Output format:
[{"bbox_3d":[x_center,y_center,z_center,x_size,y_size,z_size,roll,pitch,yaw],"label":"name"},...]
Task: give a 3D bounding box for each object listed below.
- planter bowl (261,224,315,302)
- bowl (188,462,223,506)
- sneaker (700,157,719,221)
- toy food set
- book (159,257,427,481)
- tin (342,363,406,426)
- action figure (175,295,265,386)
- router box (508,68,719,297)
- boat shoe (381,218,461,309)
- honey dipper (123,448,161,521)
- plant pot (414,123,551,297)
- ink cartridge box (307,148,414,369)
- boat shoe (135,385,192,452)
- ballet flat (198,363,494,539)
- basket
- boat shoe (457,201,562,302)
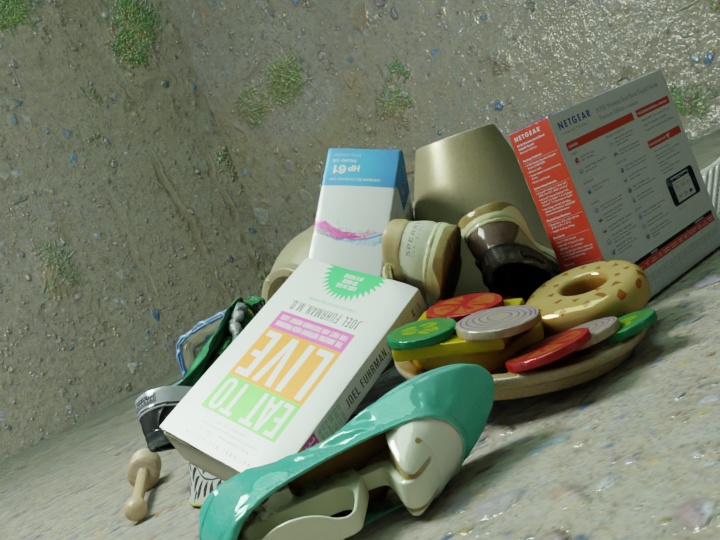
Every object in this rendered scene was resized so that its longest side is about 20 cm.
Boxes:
[{"bbox_3d":[-0.067,0.038,1.326,0.198,0.204,0.134,-22,2,41],"label":"planter bowl"},{"bbox_3d":[-0.087,0.127,0.809,0.197,0.096,0.201,-24,1,1],"label":"bowl"},{"bbox_3d":[0.367,-0.062,0.930,0.197,0.075,0.082,-29,-29,9],"label":"sneaker"},{"bbox_3d":[0.118,0.043,0.643,0.195,0.050,0.198,-8,11,20],"label":"toy food set"},{"bbox_3d":[-0.050,0.083,0.703,0.132,0.049,0.201,12,53,41],"label":"book"},{"bbox_3d":[0.052,0.098,0.736,0.110,0.043,0.199,-18,5,34],"label":"tin"},{"bbox_3d":[-0.161,0.104,1.060,0.053,0.120,0.202,7,46,14],"label":"action figure"},{"bbox_3d":[0.244,-0.073,0.798,0.198,0.183,0.048,-25,3,-38],"label":"router box"},{"bbox_3d":[0.052,0.005,0.779,0.201,0.065,0.075,83,-152,-65],"label":"boat shoe"},{"bbox_3d":[-0.229,0.222,0.900,0.037,0.039,0.200,-24,3,-10],"label":"honey dipper"},{"bbox_3d":[0.134,-0.049,0.956,0.183,0.205,0.187,-17,3,1],"label":"plant pot"},{"bbox_3d":[0.000,0.000,0.886,0.082,0.204,0.145,3,-27,11],"label":"ink cartridge box"},{"bbox_3d":[-0.146,0.164,0.921,0.073,0.069,0.198,-34,-28,26],"label":"boat shoe"},{"bbox_3d":[0.003,0.122,0.495,0.196,0.069,0.070,-25,26,-10],"label":"ballet flat"},{"bbox_3d":[-0.171,0.123,1.213,0.173,0.142,0.200,-25,-6,-3],"label":"basket"},{"bbox_3d":[0.147,0.010,0.780,0.072,0.066,0.199,-25,-34,26],"label":"boat shoe"}]
